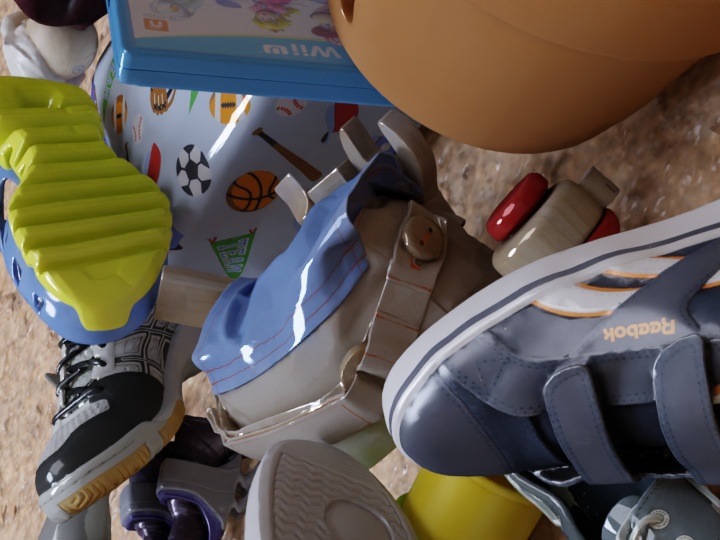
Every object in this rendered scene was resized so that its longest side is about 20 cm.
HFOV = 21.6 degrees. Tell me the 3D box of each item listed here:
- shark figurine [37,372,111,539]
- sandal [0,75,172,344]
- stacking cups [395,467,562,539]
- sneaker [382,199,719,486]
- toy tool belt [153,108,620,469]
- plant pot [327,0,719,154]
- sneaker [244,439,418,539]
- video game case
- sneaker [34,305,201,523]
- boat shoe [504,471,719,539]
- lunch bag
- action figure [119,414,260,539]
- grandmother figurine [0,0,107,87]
[{"bbox_3d":[-0.167,0.154,0.994,0.128,0.089,0.215,63,-150,-77],"label":"shark figurine"},{"bbox_3d":[-0.141,-0.017,0.905,0.200,0.079,0.087,-121,37,-55],"label":"sandal"},{"bbox_3d":[0.016,0.155,0.783,0.201,0.060,0.061,-64,31,22],"label":"stacking cups"},{"bbox_3d":[0.101,0.032,0.617,0.199,0.078,0.080,-26,48,14],"label":"sneaker"},{"bbox_3d":[0.000,0.000,0.778,0.200,0.123,0.125,-44,5,40],"label":"toy tool belt"},{"bbox_3d":[0.072,-0.139,0.718,0.140,0.199,0.201,120,152,-53],"label":"plant pot"},{"bbox_3d":[-0.024,0.167,0.711,0.118,0.074,0.201,-55,34,36],"label":"sneaker"},{"bbox_3d":[-0.041,-0.132,0.820,0.200,0.143,0.018,-106,24,-52],"label":"video game case"},{"bbox_3d":[-0.130,0.046,0.951,0.076,0.088,0.200,-32,16,27],"label":"sneaker"},{"bbox_3d":[0.102,0.102,0.655,0.073,0.062,0.200,-60,33,20],"label":"boat shoe"},{"bbox_3d":[-0.056,-0.107,0.958,0.170,0.123,0.200,-55,42,30],"label":"lunch bag"},{"bbox_3d":[-0.097,0.173,0.919,0.130,0.069,0.201,131,154,-60],"label":"action figure"},{"bbox_3d":[-0.133,-0.162,0.964,0.061,0.121,0.200,50,132,19],"label":"grandmother figurine"}]
